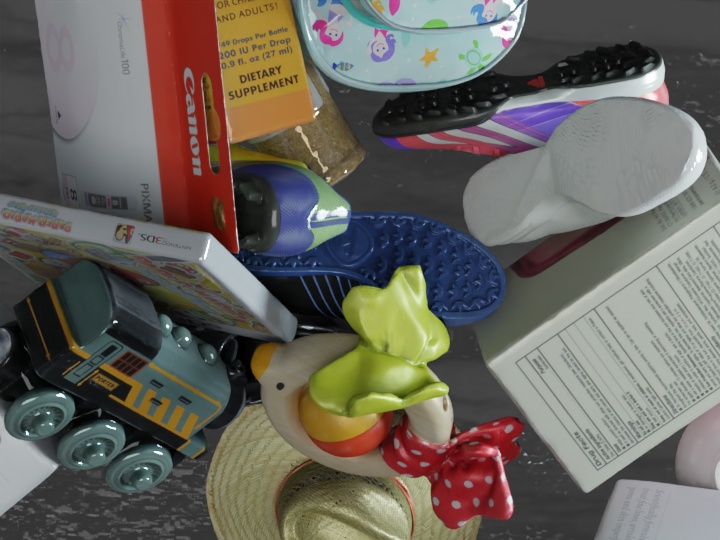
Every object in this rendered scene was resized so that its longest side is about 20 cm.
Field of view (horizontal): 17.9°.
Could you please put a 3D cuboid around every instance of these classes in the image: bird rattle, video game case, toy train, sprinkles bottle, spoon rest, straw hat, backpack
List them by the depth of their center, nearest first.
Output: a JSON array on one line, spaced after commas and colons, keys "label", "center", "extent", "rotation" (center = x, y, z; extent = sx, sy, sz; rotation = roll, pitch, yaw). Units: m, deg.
[{"label": "backpack", "center": [0.028, -0.213, 1.450], "extent": [0.176, 0.151, 0.201], "rotation": [-3, 112, -24]}, {"label": "toy train", "center": [-0.155, 0.070, 1.465], "extent": [0.114, 0.086, 0.200], "rotation": [-35, 142, 15]}, {"label": "video game case", "center": [-0.151, -0.001, 1.466], "extent": [0.181, 0.200, 0.023], "rotation": [11, 76, 17]}, {"label": "bird rattle", "center": [0.017, 0.089, 1.511], "extent": [0.162, 0.113, 0.200], "rotation": [-2, 146, 27]}, {"label": "sprinkles bottle", "center": [-0.073, -0.143, 1.512], "extent": [0.068, 0.068, 0.201], "rotation": [-29, 104, 7]}, {"label": "straw hat", "center": [-0.011, 0.176, 1.592], "extent": [0.199, 0.085, 0.203], "rotation": [0, 105, -1]}, {"label": "spoon rest", "center": [0.317, 0.160, 1.614], "extent": [0.199, 0.061, 0.100], "rotation": [27, 103, 6]}]

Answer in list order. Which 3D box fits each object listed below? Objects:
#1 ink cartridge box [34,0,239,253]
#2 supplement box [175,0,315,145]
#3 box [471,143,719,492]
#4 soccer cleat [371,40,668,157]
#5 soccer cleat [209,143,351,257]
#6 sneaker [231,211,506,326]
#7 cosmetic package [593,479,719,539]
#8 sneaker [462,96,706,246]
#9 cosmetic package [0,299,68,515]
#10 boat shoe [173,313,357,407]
[{"label": "ink cartridge box", "center": [-0.145, -0.097, 1.456], "extent": [0.057, 0.200, 0.164], "rotation": [-10, 102, -22]}, {"label": "supplement box", "center": [-0.087, -0.183, 1.433], "extent": [0.066, 0.069, 0.202], "rotation": [-17, 97, -19]}, {"label": "box", "center": [0.188, 0.028, 1.533], "extent": [0.199, 0.109, 0.128], "rotation": [-34, 114, 9]}, {"label": "soccer cleat", "center": [0.108, -0.097, 1.532], "extent": [0.198, 0.068, 0.074], "rotation": [-11, 119, 4]}, {"label": "soccer cleat", "center": [-0.075, -0.052, 1.485], "extent": [0.083, 0.200, 0.065], "rotation": [-2, 106, -28]}, {"label": "sneaker", "center": [0.000, 0.000, 1.540], "extent": [0.198, 0.078, 0.071], "rotation": [13, 73, 5]}, {"label": "cosmetic package", "center": [0.237, 0.272, 1.553], "extent": [0.164, 0.165, 0.202], "rotation": [5, 112, 14]}, {"label": "sneaker", "center": [0.160, -0.063, 1.480], "extent": [0.088, 0.199, 0.076], "rotation": [2, 79, -40]}, {"label": "cosmetic package", "center": [-0.320, 0.105, 1.528], "extent": [0.200, 0.166, 0.168], "rotation": [-39, 102, 8]}, {"label": "boat shoe", "center": [-0.094, 0.064, 1.569], "extent": [0.198, 0.068, 0.072], "rotation": [-4, 106, 0]}]
